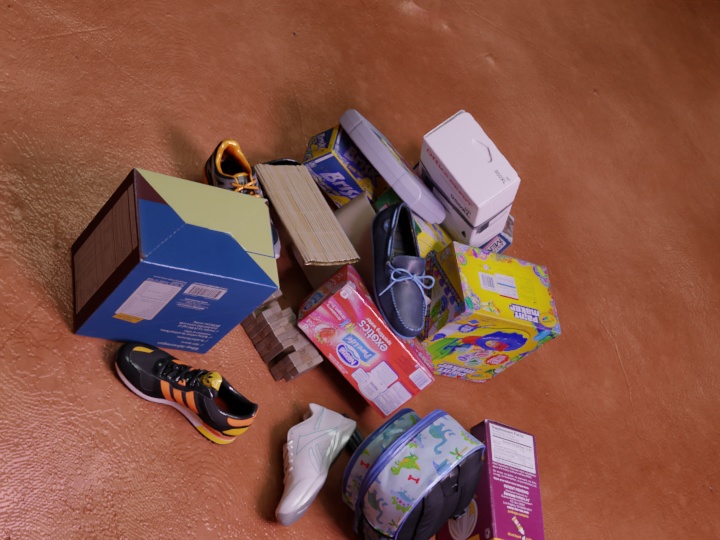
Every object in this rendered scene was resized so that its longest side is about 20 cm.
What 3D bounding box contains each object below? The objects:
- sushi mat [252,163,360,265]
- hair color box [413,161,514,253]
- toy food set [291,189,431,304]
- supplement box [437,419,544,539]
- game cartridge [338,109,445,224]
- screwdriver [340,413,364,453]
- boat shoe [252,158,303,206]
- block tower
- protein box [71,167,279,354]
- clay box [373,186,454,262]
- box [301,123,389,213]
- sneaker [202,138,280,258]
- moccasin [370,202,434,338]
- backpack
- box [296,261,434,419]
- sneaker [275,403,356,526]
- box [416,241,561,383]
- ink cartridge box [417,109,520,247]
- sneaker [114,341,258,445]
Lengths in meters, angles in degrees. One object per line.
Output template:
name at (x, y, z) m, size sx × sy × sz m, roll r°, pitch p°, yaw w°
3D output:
sushi mat at (-0.080, -0.084, 1.680) m, size 0.095 × 0.012 × 0.201 m, roll -3°, pitch 50°, yaw -37°
hair color box at (0.178, -0.116, 1.995) m, size 0.200 × 0.060 × 0.100 m, roll 40°, pitch 28°, yaw -13°
toy food set at (0.000, 0.000, 1.730) m, size 0.201 × 0.143 × 0.060 m, roll 59°, pitch 14°, yaw 7°
supplement box at (0.187, 0.341, 1.662) m, size 0.102 × 0.131 × 0.202 m, roll 21°, pitch 50°, yaw -28°
game cartridge at (0.048, -0.162, 1.757) m, size 0.201 × 0.041 × 0.133 m, roll 52°, pitch 14°, yaw 25°
screwdriver at (0.026, 0.291, 1.637) m, size 0.029 × 0.028 × 0.201 m, roll -38°, pitch 92°, yaw -19°
boat shoe at (-0.163, -0.124, 1.726) m, size 0.200 × 0.063 × 0.074 m, roll -23°, pitch 79°, yaw -45°
block tower at (-0.136, 0.063, 1.627) m, size 0.058 × 0.054 × 0.201 m, roll -23°, pitch 78°, yaw -47°
protein box at (-0.243, -0.005, 1.472) m, size 0.197 × 0.200 × 0.136 m, roll 12°, pitch 55°, yaw -34°
clay box at (0.112, -0.046, 1.814) m, size 0.200 × 0.048 × 0.115 m, roll 35°, pitch 19°, yaw -48°
box at (-0.007, -0.135, 1.820) m, size 0.200 × 0.064 × 0.071 m, roll 48°, pitch 39°, yaw -32°
sneaker at (-0.170, -0.099, 1.621) m, size 0.078 × 0.077 × 0.201 m, roll -17°, pitch 64°, yaw -29°
moccasin at (0.056, -0.005, 1.623) m, size 0.080 × 0.068 × 0.202 m, roll 3°, pitch 64°, yaw -37°
backpack at (0.067, 0.279, 1.534) m, size 0.182 × 0.201 × 0.147 m, roll -36°, pitch 67°, yaw -30°
box at (0.008, 0.102, 1.655) m, size 0.200 × 0.099 × 0.096 m, roll 48°, pitch 13°, yaw -15°
sneaker at (-0.078, 0.262, 1.545) m, size 0.080 × 0.071 × 0.201 m, roll 32°, pitch 41°, yaw 1°
box at (0.170, 0.070, 1.783) m, size 0.198 × 0.192 × 0.123 m, roll 13°, pitch 54°, yaw -33°
ink cartridge box at (0.162, -0.134, 1.769) m, size 0.084 × 0.200 × 0.145 m, roll -34°, pitch 74°, yaw -12°
sneaker at (-0.220, 0.144, 1.474) m, size 0.199 × 0.090 × 0.070 m, roll 37°, pitch 45°, yaw -16°
